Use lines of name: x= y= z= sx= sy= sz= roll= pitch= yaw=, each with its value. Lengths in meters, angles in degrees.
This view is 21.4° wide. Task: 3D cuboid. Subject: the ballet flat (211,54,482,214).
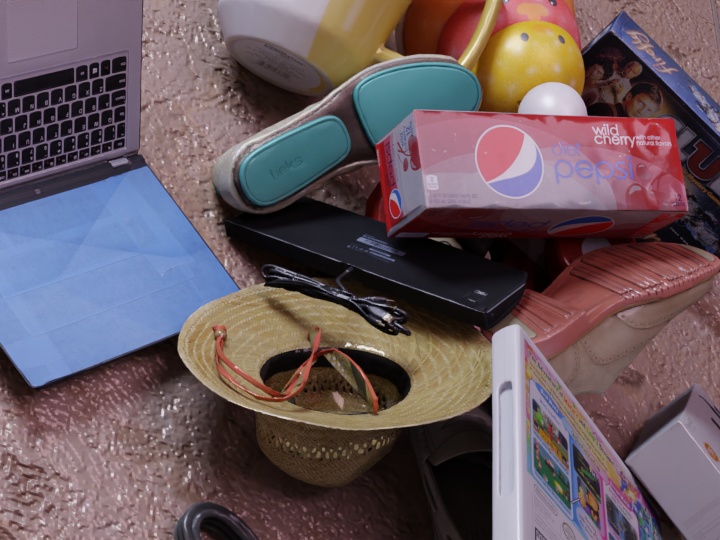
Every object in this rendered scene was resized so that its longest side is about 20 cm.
ballet flat: x=-0.013 y=-0.097 z=1.288 sx=0.199 sy=0.062 sz=0.068 roll=-23 pitch=104 yaw=-21

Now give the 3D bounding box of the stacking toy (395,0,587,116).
stacking toy: x=0.119 y=-0.146 z=1.382 sx=0.145 sy=0.147 sz=0.200 roll=18 pitch=26 yaw=-30

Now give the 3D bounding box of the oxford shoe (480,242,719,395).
oxford shoe: x=0.158 y=0.037 z=1.257 sx=0.199 sy=0.074 sz=0.071 roll=-21 pitch=31 yaw=-29

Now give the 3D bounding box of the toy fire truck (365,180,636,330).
toy fire truck: x=0.084 y=0.013 z=1.313 sx=0.200 sy=0.112 sz=0.168 roll=39 pitch=60 yaw=-9

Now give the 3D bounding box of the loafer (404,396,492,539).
loafer: x=0.069 y=0.118 z=1.210 sx=0.069 sy=0.070 sz=0.201 roll=-6 pitch=68 yaw=-16

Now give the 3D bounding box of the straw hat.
straw hat: x=-0.018 y=0.084 z=1.167 sx=0.199 sy=0.086 sz=0.201 roll=7 pitch=24 yaw=-3

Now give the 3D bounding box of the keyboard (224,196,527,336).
keyboard: x=0.000 y=0.000 z=1.223 sx=0.199 sy=0.021 sz=0.127 roll=19 pitch=28 yaw=26

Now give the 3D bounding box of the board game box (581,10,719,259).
board game box: x=0.227 y=-0.086 z=1.478 sx=0.200 sy=0.135 sz=0.035 roll=43 pitch=41 yaw=-4

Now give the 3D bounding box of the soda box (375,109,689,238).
soda box: x=0.113 y=-0.061 z=1.251 sx=0.199 sy=0.063 sz=0.071 roll=0 pitch=73 yaw=-25

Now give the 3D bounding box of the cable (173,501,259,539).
cable: x=-0.031 y=0.217 z=1.110 sx=0.199 sy=0.050 sz=0.097 roll=28 pitch=48 yaw=-4

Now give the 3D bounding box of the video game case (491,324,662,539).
video game case: x=0.134 y=0.160 z=1.138 sx=0.200 sy=0.024 sz=0.183 roll=51 pitch=27 yaw=-33

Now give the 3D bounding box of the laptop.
laptop: x=-0.164 y=-0.063 z=1.142 sx=0.115 sy=0.201 sz=0.187 roll=20 pitch=27 yaw=34

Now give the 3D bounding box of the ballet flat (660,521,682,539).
ballet flat: x=0.215 y=0.226 z=1.280 sx=0.200 sy=0.069 sz=0.069 roll=50 pitch=41 yaw=3

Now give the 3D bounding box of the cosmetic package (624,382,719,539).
cosmetic package: x=0.233 y=0.133 z=1.313 sx=0.083 sy=0.051 sz=0.200 roll=50 pitch=12 yaw=5

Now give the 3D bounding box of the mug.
mug: x=-0.013 y=-0.205 z=1.331 sx=0.149 sy=0.186 sz=0.154 roll=43 pitch=67 yaw=-53
